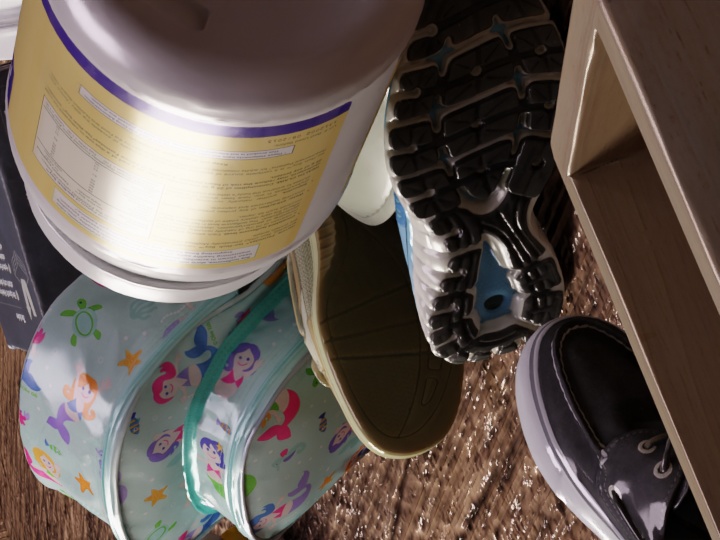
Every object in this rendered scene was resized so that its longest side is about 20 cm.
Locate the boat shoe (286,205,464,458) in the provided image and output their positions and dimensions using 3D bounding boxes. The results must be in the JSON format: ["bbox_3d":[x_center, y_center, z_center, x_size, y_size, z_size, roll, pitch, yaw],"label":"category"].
[{"bbox_3d":[-0.003,0.000,1.323,0.063,0.073,0.201,116,137,-64],"label":"boat shoe"}]

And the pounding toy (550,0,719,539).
[{"bbox_3d":[0.152,-0.005,0.716,0.200,0.142,0.185,87,162,-74],"label":"pounding toy"}]

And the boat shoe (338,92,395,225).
[{"bbox_3d":[0.011,-0.092,1.204,0.072,0.061,0.201,37,155,17],"label":"boat shoe"}]

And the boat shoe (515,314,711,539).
[{"bbox_3d":[0.123,0.088,1.002,0.201,0.070,0.066,63,155,28],"label":"boat shoe"}]

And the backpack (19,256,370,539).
[{"bbox_3d":[-0.074,0.050,1.404,0.150,0.200,0.178,39,148,28],"label":"backpack"}]

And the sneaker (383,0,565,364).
[{"bbox_3d":[0.035,-0.055,1.129,0.201,0.078,0.090,89,162,-45],"label":"sneaker"}]

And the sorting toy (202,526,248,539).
[{"bbox_3d":[-0.058,0.280,1.795,0.180,0.107,0.201,43,151,43],"label":"sorting toy"}]

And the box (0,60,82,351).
[{"bbox_3d":[-0.201,-0.051,1.879,0.197,0.117,0.201,-172,66,-73],"label":"box"}]

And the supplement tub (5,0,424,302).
[{"bbox_3d":[-0.062,-0.083,1.063,0.200,0.145,0.146,116,134,-62],"label":"supplement tub"}]

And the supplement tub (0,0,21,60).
[{"bbox_3d":[-0.188,-0.233,1.574,0.144,0.144,0.201,-152,46,-68],"label":"supplement tub"}]
